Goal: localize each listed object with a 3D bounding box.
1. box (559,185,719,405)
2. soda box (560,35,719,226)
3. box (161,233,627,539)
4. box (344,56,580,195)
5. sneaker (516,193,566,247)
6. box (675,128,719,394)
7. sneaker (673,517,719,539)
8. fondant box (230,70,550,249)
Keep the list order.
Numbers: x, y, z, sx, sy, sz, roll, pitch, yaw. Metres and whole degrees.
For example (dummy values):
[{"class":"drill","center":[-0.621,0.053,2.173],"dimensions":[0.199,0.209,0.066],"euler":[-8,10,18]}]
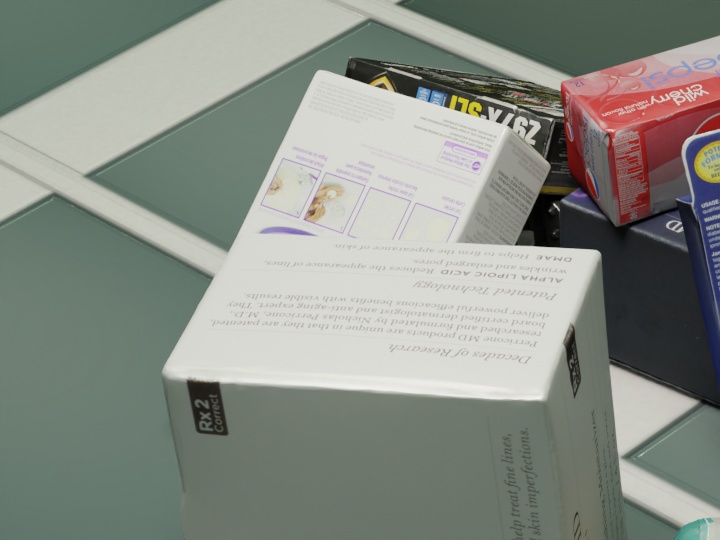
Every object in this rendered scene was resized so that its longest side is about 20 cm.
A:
[{"class":"box","center":[0.234,-0.021,1.730],"dimensions":[0.148,0.105,0.200],"euler":[22,43,38]},{"class":"soda box","center":[0.217,-0.093,1.690],"dimensions":[0.199,0.064,0.070],"euler":[-17,34,-13]},{"class":"box","center":[0.023,0.099,1.507],"dimensions":[0.199,0.200,0.131],"euler":[3,35,18]},{"class":"box","center":[0.105,-0.083,1.822],"dimensions":[0.159,0.050,0.200],"euler":[22,12,36]},{"class":"sneaker","center":[0.058,-0.015,1.805],"dimensions":[0.199,0.067,0.090],"euler":[-6,3,32]},{"class":"box","center":[0.241,0.011,1.597],"dimensions":[0.120,0.201,0.032],"euler":[-15,11,-10]},{"class":"sneaker","center":[0.143,0.188,1.462],"dimensions":[0.079,0.072,0.200],"euler":[-4,29,15]},{"class":"fondant box","center":[0.000,0.000,1.700],"dimensions":[0.144,0.058,0.201],"euler":[20,79,37]}]
